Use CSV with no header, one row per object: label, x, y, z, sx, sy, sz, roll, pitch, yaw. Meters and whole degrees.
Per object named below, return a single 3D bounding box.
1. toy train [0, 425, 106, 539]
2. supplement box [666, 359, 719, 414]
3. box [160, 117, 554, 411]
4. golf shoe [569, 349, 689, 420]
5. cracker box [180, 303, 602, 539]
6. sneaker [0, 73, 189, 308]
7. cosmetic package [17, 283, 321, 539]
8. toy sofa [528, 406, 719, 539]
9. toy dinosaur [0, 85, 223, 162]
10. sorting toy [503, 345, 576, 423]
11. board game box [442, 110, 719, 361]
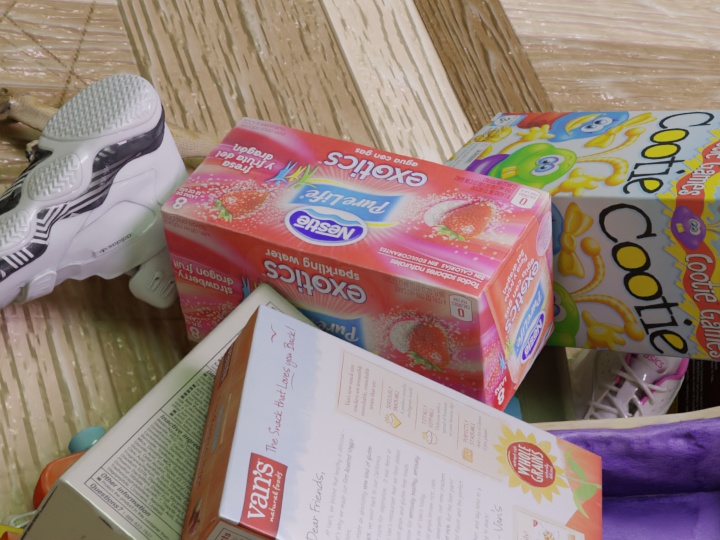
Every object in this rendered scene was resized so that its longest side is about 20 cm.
toy train,-0.129,0.161,0.883,0.149,0.056,0.201,-8,55,-34
supplement box,0.297,0.043,1.122,0.132,0.201,0.198,21,43,-9
box,0.000,0.000,0.982,0.198,0.103,0.095,16,46,24
golf shoe,0.150,0.084,1.083,0.075,0.092,0.200,33,46,2
cracker box,0.019,0.116,0.843,0.198,0.058,0.135,25,41,-15
sneaker,-0.167,-0.006,0.996,0.200,0.115,0.075,-46,39,-13
cosmetic package,-0.073,0.103,0.890,0.103,0.073,0.200,41,37,4
toy sofa,0.123,0.139,0.959,0.197,0.098,0.083,-3,48,4
toy dinosaur,-0.139,-0.077,1.098,0.198,0.058,0.102,9,46,-22
sorting toy,0.028,0.045,1.060,0.198,0.037,0.186,4,48,-8
board game box,0.149,-0.024,1.004,0.198,0.104,0.105,3,33,38
